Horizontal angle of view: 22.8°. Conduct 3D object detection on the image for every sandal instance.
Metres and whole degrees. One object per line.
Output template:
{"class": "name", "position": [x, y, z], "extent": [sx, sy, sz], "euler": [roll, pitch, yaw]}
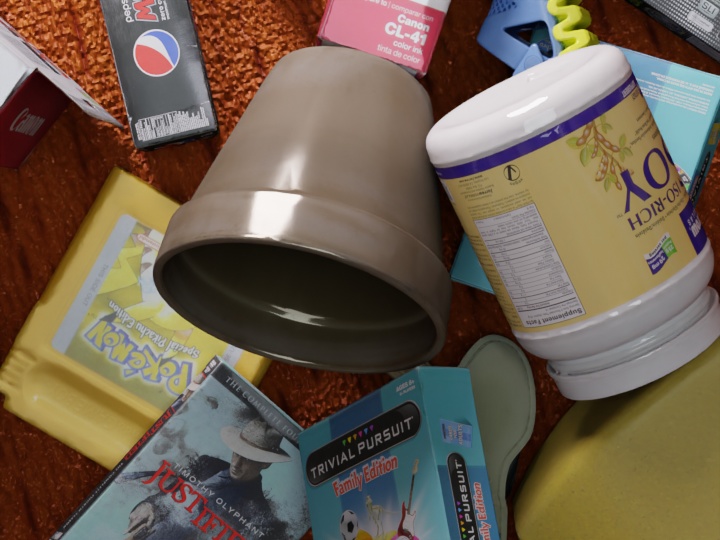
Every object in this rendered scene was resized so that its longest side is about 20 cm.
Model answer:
{"class": "sandal", "position": [0.119, -0.178, 1.268], "extent": [0.087, 0.079, 0.201], "euler": [-18, 80, 22]}

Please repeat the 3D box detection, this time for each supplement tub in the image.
{"class": "supplement tub", "position": [0.146, -0.031, 1.180], "extent": [0.145, 0.145, 0.201], "euler": [-27, 101, 0]}

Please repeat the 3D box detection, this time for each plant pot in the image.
{"class": "plant pot", "position": [-0.022, -0.048, 1.211], "extent": [0.199, 0.200, 0.174], "euler": [15, 66, -1]}
{"class": "plant pot", "position": [0.218, 0.166, 1.270], "extent": [0.199, 0.194, 0.196], "euler": [-34, 92, 5]}

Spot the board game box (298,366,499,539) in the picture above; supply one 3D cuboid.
{"class": "board game box", "position": [0.029, 0.185, 1.217], "extent": [0.047, 0.151, 0.201], "euler": [5, 66, -36]}

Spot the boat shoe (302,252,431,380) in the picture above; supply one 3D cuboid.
{"class": "boat shoe", "position": [0.000, 0.000, 1.317], "extent": [0.065, 0.072, 0.200], "euler": [-35, 86, 2]}

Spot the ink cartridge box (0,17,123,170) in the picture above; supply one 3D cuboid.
{"class": "ink cartridge box", "position": [-0.265, -0.130, 1.241], "extent": [0.175, 0.200, 0.084], "euler": [40, 91, -1]}

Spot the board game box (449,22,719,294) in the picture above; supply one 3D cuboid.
{"class": "board game box", "position": [0.169, -0.063, 1.305], "extent": [0.150, 0.047, 0.201], "euler": [20, 92, 20]}

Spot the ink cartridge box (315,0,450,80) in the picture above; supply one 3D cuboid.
{"class": "ink cartridge box", "position": [0.036, -0.240, 1.271], "extent": [0.085, 0.148, 0.201], "euler": [20, 92, -2]}

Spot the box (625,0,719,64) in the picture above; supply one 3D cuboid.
{"class": "box", "position": [0.243, -0.269, 1.324], "extent": [0.199, 0.044, 0.161], "euler": [34, 92, -2]}

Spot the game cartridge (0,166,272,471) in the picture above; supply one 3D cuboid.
{"class": "game cartridge", "position": [-0.156, 0.051, 1.334], "extent": [0.176, 0.032, 0.201], "euler": [30, 90, -2]}

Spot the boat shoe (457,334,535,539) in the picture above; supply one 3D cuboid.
{"class": "boat shoe", "position": [0.080, 0.143, 1.308], "extent": [0.074, 0.066, 0.200], "euler": [17, 58, -17]}

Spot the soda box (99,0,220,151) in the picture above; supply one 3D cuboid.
{"class": "soda box", "position": [-0.155, -0.191, 1.306], "extent": [0.063, 0.071, 0.201], "euler": [-12, 92, -2]}

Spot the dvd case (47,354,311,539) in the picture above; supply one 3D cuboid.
{"class": "dvd case", "position": [-0.121, 0.181, 1.322], "extent": [0.146, 0.022, 0.200], "euler": [43, 89, -21]}
